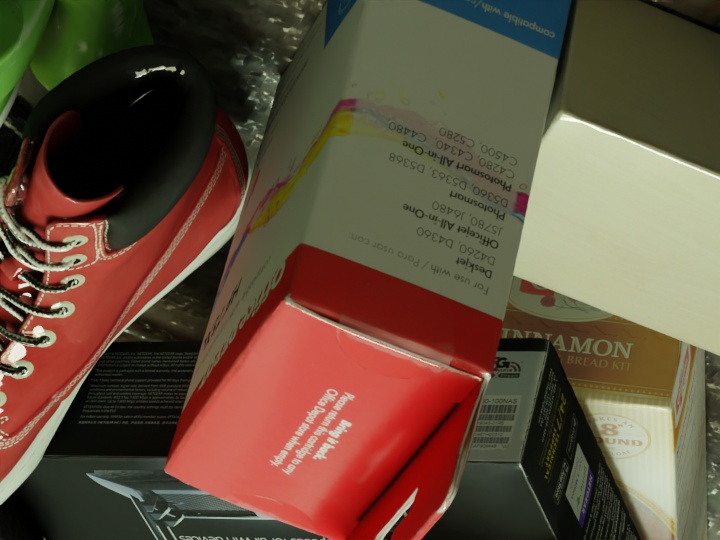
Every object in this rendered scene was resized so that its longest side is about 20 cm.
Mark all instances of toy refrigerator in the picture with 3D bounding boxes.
[{"bbox_3d":[0.143,-0.015,0.938,0.199,0.070,0.076,20,137,-10],"label":"toy refrigerator"}]

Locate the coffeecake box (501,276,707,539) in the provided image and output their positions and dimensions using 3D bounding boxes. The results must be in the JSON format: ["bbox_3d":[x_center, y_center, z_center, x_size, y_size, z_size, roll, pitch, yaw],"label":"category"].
[{"bbox_3d":[0.048,0.070,1.082,0.153,0.073,0.200,7,144,12],"label":"coffeecake box"}]

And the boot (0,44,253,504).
[{"bbox_3d":[-0.118,0.013,0.918,0.072,0.200,0.144,42,176,7],"label":"boot"}]

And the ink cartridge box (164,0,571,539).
[{"bbox_3d":[0.000,0.000,0.891,0.067,0.201,0.116,22,144,-10],"label":"ink cartridge box"}]

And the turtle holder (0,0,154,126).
[{"bbox_3d":[-0.164,-0.084,0.911,0.141,0.185,0.132,46,144,10],"label":"turtle holder"}]

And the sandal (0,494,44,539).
[{"bbox_3d":[-0.169,0.052,1.046,0.045,0.200,0.075,-35,147,-5],"label":"sandal"}]

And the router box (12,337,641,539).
[{"bbox_3d":[-0.009,0.090,1.020,0.199,0.052,0.157,0,142,23],"label":"router box"}]

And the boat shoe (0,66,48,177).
[{"bbox_3d":[-0.206,-0.042,1.028,0.199,0.061,0.076,-4,141,24],"label":"boat shoe"}]
